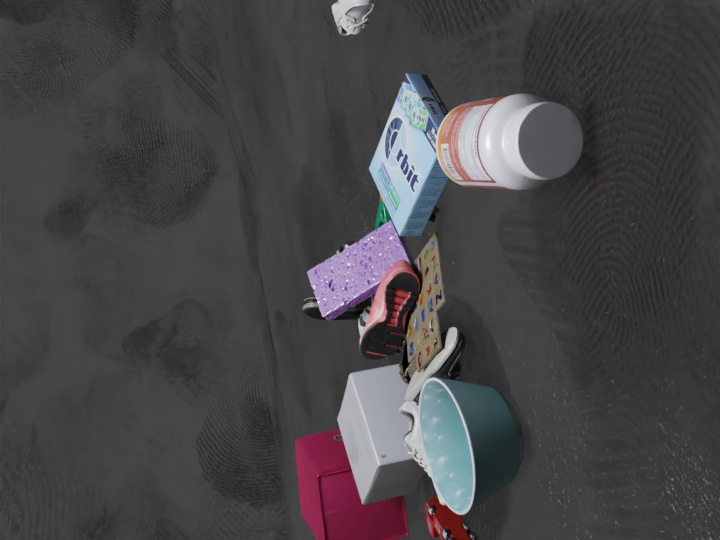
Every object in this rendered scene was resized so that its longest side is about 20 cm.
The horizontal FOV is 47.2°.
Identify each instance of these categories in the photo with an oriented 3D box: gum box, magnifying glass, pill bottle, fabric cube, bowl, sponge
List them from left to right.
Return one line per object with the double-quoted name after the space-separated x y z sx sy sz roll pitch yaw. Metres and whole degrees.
-0.024 0.484 1.841 0.199 0.195 0.201 -151 54 -70 "fabric cube"
0.000 0.000 1.553 0.030 0.200 0.112 38 -155 -51 "sponge"
0.049 -0.117 1.600 0.080 0.022 0.201 -129 32 -60 "magnifying glass"
0.086 -0.186 1.336 0.200 0.044 0.170 114 145 -42 "gum box"
0.172 0.250 1.229 0.201 0.105 0.202 171 90 -74 "bowl"
0.178 -0.153 0.992 0.200 0.112 0.113 -159 61 -70 "pill bottle"

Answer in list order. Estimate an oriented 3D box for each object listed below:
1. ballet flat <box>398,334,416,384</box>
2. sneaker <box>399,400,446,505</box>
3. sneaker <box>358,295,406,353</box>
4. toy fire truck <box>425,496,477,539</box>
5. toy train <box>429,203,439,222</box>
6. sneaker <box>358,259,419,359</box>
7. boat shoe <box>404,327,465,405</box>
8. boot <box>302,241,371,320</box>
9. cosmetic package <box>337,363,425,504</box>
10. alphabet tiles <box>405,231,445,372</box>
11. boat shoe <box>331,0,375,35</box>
0.098 0.126 1.505 0.067 0.046 0.201 -121 30 -54 "ballet flat"
0.122 0.319 1.463 0.075 0.087 0.201 132 126 -66 "sneaker"
0.051 0.127 1.605 0.200 0.079 0.130 114 154 -44 "sneaker"
0.172 0.514 1.460 0.200 0.049 0.142 -131 35 -61 "toy fire truck"
0.088 -0.132 1.439 0.200 0.034 0.046 -130 45 -59 "toy train"
0.054 0.070 1.477 0.087 0.073 0.201 -92 23 -61 "sneaker"
0.137 0.169 1.379 0.074 0.060 0.200 -71 7 -46 "boat shoe"
-0.039 0.020 1.675 0.073 0.203 0.155 -23 70 47 "boot"
0.046 0.328 1.653 0.200 0.122 0.200 103 153 -54 "cosmetic package"
0.108 0.062 1.401 0.167 0.008 0.201 122 150 -54 "alphabet tiles"
-0.007 -0.474 1.525 0.200 0.070 0.070 -141 42 -78 "boat shoe"
